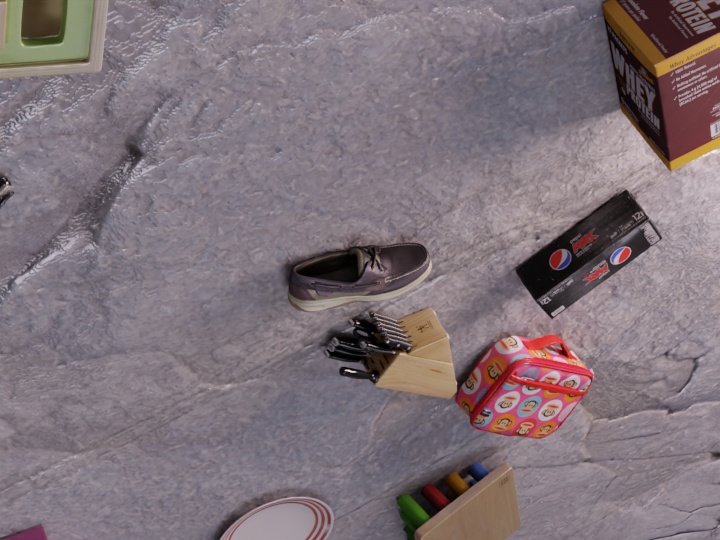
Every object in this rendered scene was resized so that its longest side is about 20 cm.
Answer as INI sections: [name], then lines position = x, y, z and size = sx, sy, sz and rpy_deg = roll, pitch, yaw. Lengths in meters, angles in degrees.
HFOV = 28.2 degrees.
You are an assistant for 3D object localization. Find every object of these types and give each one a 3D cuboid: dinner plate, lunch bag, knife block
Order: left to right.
[dinner plate]
position = -0.139, 0.421, 2.292
size = 0.200, 0.024, 0.200
rpy_deg = -17, 139, -15
[knife block]
position = 0.042, 0.134, 2.063
size = 0.175, 0.064, 0.200
rpy_deg = -22, 140, -7
[lunch bag]
position = 0.262, 0.173, 2.227
size = 0.200, 0.082, 0.176
rpy_deg = 13, 121, -41

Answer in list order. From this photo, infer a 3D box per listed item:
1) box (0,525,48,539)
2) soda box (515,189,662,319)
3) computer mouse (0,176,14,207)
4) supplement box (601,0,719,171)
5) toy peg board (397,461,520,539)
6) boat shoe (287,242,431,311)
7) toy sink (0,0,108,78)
[box]
position = -0.517, 0.489, 2.085
size = 0.176, 0.097, 0.200
rpy_deg = -18, 140, -13
[soda box]
position = 0.328, -0.023, 2.058
size = 0.200, 0.071, 0.063
rpy_deg = -36, 139, 8
[computer mouse]
position = -0.481, -0.076, 1.541
size = 0.138, 0.053, 0.200
rpy_deg = -40, 139, 15
[supplement box]
position = 0.433, -0.271, 1.809
size = 0.197, 0.133, 0.200
rpy_deg = -27, 140, -2
[toy peg board]
position = 0.159, 0.412, 2.422
size = 0.199, 0.098, 0.200
rpy_deg = -35, 143, -17
[boat shoe]
position = 0.000, 0.000, 1.892
size = 0.200, 0.072, 0.065
rpy_deg = -13, 143, -10
[toy sink]
position = -0.351, -0.262, 1.373
size = 0.200, 0.112, 0.130
rpy_deg = -7, 135, -25
